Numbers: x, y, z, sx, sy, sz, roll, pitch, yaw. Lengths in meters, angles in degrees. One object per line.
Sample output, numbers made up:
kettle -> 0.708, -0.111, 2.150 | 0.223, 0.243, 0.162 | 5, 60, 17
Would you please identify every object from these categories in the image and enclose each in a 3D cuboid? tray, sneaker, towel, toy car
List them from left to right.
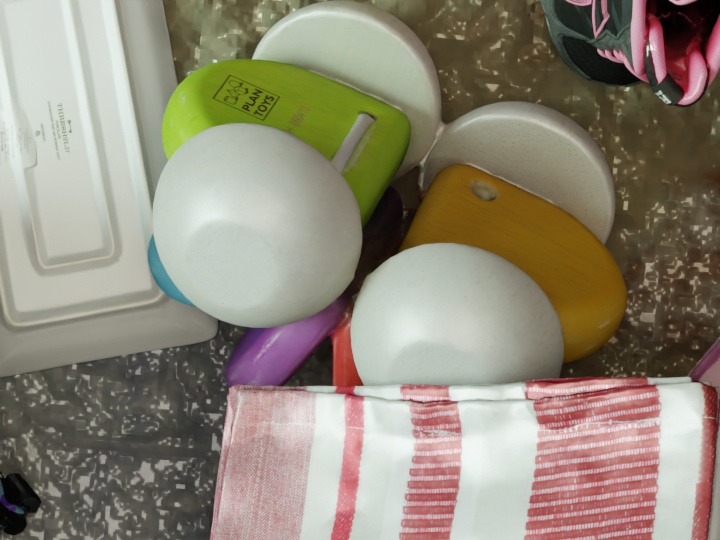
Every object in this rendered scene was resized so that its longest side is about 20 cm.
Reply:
tray -> -0.129, -0.060, 1.136 | 0.107, 0.022, 0.201 | -10, 90, 0
toy car -> 0.000, 0.000, 1.085 | 0.200, 0.175, 0.150 | 30, 126, -1
towel -> 0.030, 0.109, 0.954 | 0.199, 0.023, 0.145 | -3, 69, 27
sneaker -> 0.115, -0.103, 1.048 | 0.079, 0.200, 0.096 | 5, 72, -7

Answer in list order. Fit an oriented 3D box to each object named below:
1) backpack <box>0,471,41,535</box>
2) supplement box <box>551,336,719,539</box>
backpack -> -0.220, 0.057, 1.045 | 0.134, 0.200, 0.183 | -21, 91, -1
supplement box -> 0.132, 0.126, 0.993 | 0.131, 0.103, 0.200 | 39, 91, 8
